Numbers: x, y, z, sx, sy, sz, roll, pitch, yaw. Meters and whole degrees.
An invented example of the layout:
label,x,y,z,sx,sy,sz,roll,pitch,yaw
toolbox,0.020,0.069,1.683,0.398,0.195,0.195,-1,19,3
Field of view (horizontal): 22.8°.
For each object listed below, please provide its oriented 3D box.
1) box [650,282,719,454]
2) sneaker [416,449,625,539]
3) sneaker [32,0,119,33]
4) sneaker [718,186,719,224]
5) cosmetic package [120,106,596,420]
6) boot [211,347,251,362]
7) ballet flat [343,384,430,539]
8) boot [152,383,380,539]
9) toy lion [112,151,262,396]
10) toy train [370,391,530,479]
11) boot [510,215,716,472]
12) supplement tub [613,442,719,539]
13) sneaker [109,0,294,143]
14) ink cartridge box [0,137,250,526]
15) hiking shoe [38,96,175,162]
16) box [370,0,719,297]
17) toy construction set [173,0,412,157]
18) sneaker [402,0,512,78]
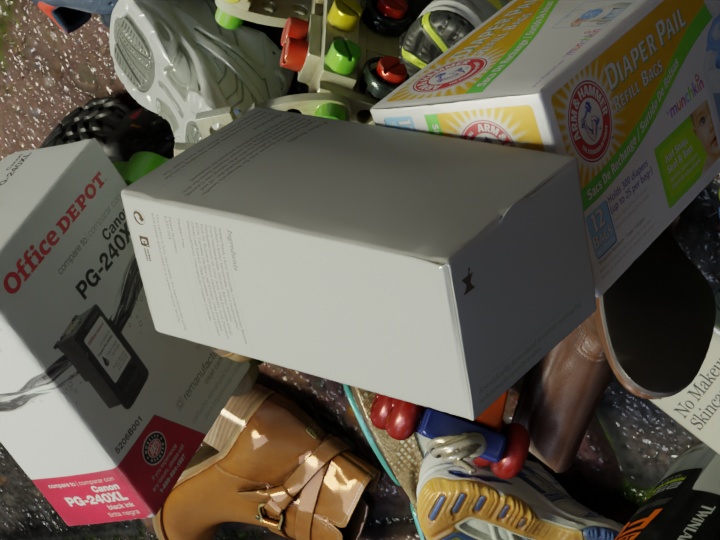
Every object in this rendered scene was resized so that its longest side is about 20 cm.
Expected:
label,x,y,z,sx,sy,sz,roll,pitch,yaw
box,0.266,0.091,1.012,0.200,0.068,0.082,37,135,12
sneaker,0.128,0.165,1.176,0.200,0.088,0.075,31,115,-16
sneaker,-0.147,-0.204,1.141,0.200,0.075,0.085,-11,116,50
sneaker,0.272,0.012,0.954,0.200,0.083,0.071,40,162,28
cosmetic package,-0.002,-0.010,0.839,0.200,0.108,0.085,15,127,39
boot,0.000,0.000,1.086,0.076,0.200,0.074,54,172,-20
ballet flat,0.056,0.139,1.232,0.065,0.071,0.200,-21,109,17
boot,-0.072,0.178,1.345,0.154,0.074,0.200,30,136,14
toy lion,-0.083,-0.005,1.180,0.200,0.069,0.192,-7,133,36
toy train,0.072,0.057,1.054,0.084,0.116,0.200,20,177,-6
boot,0.134,0.064,1.033,0.064,0.187,0.200,16,131,-6
supplement tub,0.195,0.199,1.049,0.122,0.200,0.123,20,129,27
sneaker,-0.072,-0.103,1.112,0.200,0.099,0.078,59,147,21
ink cartridge box,-0.178,0.039,1.129,0.083,0.145,0.200,-9,125,37
hiking shoe,-0.123,-0.068,1.225,0.200,0.076,0.101,5,139,39
box,0.111,-0.078,0.921,0.101,0.200,0.113,-1,118,39
toy construction set,-0.041,-0.130,1.031,0.131,0.200,0.092,16,147,-13
sneaker,0.089,-0.083,1.033,0.075,0.076,0.200,10,139,31
